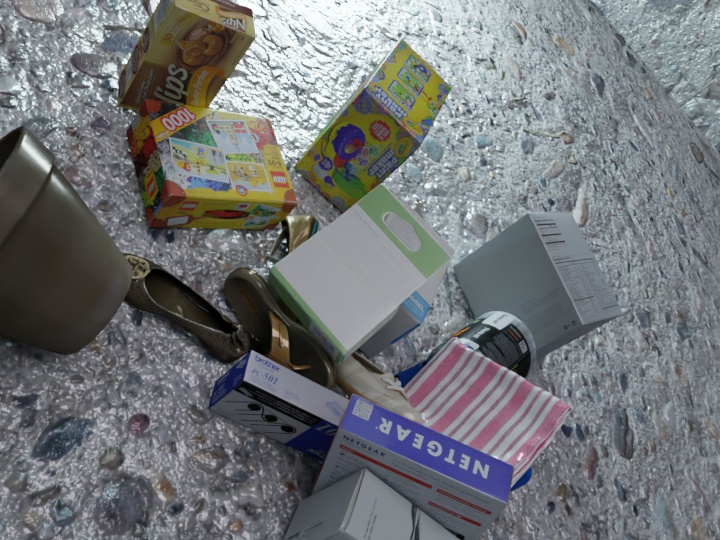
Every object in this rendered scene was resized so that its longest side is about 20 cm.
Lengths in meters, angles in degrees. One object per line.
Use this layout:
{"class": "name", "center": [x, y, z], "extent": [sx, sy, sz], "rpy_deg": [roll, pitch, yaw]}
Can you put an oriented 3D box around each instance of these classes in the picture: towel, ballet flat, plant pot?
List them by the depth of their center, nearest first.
{"class": "plant pot", "center": [-0.334, -0.011, 0.717], "extent": [0.173, 0.198, 0.202], "rpy_deg": [43, 40, -34]}
{"class": "ballet flat", "center": [-0.216, 0.041, 0.869], "extent": [0.199, 0.046, 0.068], "rpy_deg": [40, 42, -14]}
{"class": "towel", "center": [0.145, 0.173, 0.900], "extent": [0.146, 0.030, 0.199], "rpy_deg": [-42, 48, -22]}
{"class": "ballet flat", "center": [-0.101, 0.003, 1.001], "extent": [0.062, 0.069, 0.202], "rpy_deg": [9, 49, -3]}

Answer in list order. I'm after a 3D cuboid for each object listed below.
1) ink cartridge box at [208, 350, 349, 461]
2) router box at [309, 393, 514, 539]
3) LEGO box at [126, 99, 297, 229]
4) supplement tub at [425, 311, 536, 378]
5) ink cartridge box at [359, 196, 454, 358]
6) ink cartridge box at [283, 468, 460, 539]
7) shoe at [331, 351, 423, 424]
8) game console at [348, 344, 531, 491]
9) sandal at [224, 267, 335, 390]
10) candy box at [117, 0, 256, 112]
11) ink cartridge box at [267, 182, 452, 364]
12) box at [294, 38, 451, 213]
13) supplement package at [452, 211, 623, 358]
{"class": "ink cartridge box", "center": [-0.075, 0.175, 0.869], "extent": [0.198, 0.094, 0.045], "rpy_deg": [31, 45, -23]}
{"class": "router box", "center": [0.052, 0.249, 0.823], "extent": [0.197, 0.181, 0.049], "rpy_deg": [24, 45, 3]}
{"class": "LEGO box", "center": [-0.204, -0.140, 0.982], "extent": [0.198, 0.077, 0.151], "rpy_deg": [-2, 64, -42]}
{"class": "supplement tub", "center": [0.177, 0.150, 1.090], "extent": [0.199, 0.122, 0.124], "rpy_deg": [-25, 80, -48]}
{"class": "ink cartridge box", "center": [0.042, 0.002, 1.066], "extent": [0.125, 0.128, 0.201], "rpy_deg": [43, 43, -10]}
{"class": "ink cartridge box", "center": [0.025, 0.332, 0.813], "extent": [0.199, 0.146, 0.084], "rpy_deg": [40, 42, -14]}
{"class": "shoe", "center": [0.007, 0.139, 0.913], "extent": [0.199, 0.054, 0.070], "rpy_deg": [30, -2, 36]}
{"class": "game console", "center": [0.104, 0.228, 0.960], "extent": [0.118, 0.197, 0.173], "rpy_deg": [-126, -167, -72]}
{"class": "sandal", "center": [-0.114, 0.085, 0.906], "extent": [0.201, 0.080, 0.054], "rpy_deg": [50, 29, 7]}
{"class": "candy box", "center": [-0.237, -0.284, 0.957], "extent": [0.114, 0.199, 0.056], "rpy_deg": [11, 56, -35]}
{"class": "ink cartridge box", "center": [0.000, 0.000, 0.919], "extent": [0.199, 0.048, 0.146], "rpy_deg": [-38, 77, -22]}
{"class": "box", "center": [0.023, -0.232, 1.155], "extent": [0.122, 0.200, 0.194], "rpy_deg": [40, 42, -12]}
{"class": "supplement package", "center": [0.302, 0.033, 1.229], "extent": [0.146, 0.191, 0.203], "rpy_deg": [-6, 67, -44]}
